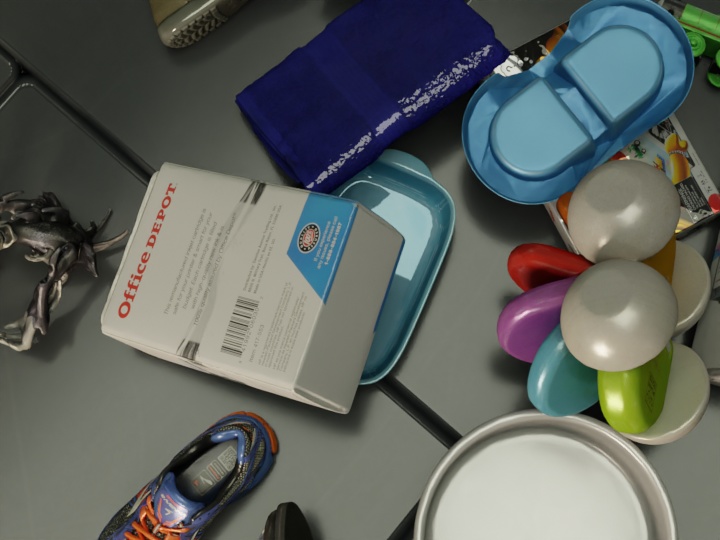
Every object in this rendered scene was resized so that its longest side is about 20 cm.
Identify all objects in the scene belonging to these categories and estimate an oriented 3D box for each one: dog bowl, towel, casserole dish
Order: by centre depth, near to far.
[{"bbox_3d":[0.139,0.209,1.182,0.198,0.079,0.202,0,80,2],"label":"dog bowl"},{"bbox_3d":[0.171,-0.130,1.223,0.199,0.050,0.112,-37,80,-3],"label":"dog bowl"},{"bbox_3d":[0.009,-0.150,1.249,0.199,0.050,0.148,-37,49,-2],"label":"towel"},{"bbox_3d":[0.000,0.000,1.249,0.120,0.039,0.202,23,81,7],"label":"casserole dish"}]

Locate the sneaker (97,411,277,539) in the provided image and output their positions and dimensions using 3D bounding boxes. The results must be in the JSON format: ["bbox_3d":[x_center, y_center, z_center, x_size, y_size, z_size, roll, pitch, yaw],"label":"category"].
[{"bbox_3d":[-0.149,0.186,1.200,0.075,0.078,0.200,38,84,10],"label":"sneaker"}]

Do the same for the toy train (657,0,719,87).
[{"bbox_3d":[0.322,-0.173,1.266,0.198,0.042,0.057,24,72,7],"label":"toy train"}]

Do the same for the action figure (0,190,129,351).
[{"bbox_3d":[-0.289,-0.006,1.234,0.198,0.103,0.119,-5,43,-36],"label":"action figure"}]

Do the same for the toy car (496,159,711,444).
[{"bbox_3d":[0.174,0.027,1.140,0.148,0.175,0.202,-6,57,23],"label":"toy car"}]

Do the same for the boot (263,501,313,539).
[{"bbox_3d":[-0.126,0.268,1.141,0.172,0.069,0.202,-1,69,23],"label":"boot"}]

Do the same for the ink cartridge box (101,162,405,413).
[{"bbox_3d":[-0.084,0.011,1.187,0.199,0.086,0.148,13,79,36],"label":"ink cartridge box"}]

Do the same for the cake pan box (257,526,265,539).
[{"bbox_3d":[-0.047,0.320,1.151,0.183,0.052,0.201,26,80,34],"label":"cake pan box"}]

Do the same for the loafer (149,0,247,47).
[{"bbox_3d":[-0.097,-0.268,1.285,0.199,0.075,0.070,-35,84,-4],"label":"loafer"}]

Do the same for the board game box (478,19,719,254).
[{"bbox_3d":[0.195,-0.105,1.260,0.125,0.035,0.201,-27,79,-2],"label":"board game box"}]

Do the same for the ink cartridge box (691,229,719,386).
[{"bbox_3d":[0.354,0.003,1.193,0.146,0.086,0.202,16,79,-9],"label":"ink cartridge box"}]
